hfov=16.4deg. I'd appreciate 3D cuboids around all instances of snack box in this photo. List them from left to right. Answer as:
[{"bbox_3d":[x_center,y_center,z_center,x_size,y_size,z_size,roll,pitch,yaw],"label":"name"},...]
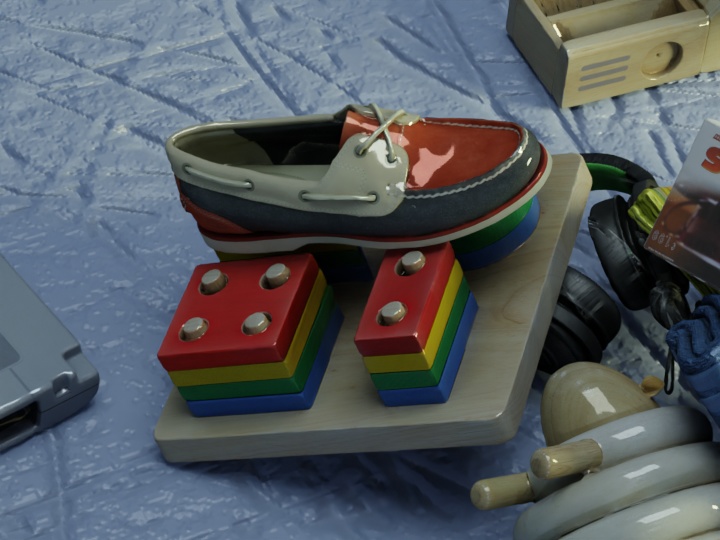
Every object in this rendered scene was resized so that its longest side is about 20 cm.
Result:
[{"bbox_3d":[0.234,0.003,1.189,0.200,0.072,0.024,31,12,28],"label":"snack box"}]

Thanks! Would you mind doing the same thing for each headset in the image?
[{"bbox_3d":[0.124,-0.002,1.336,0.123,0.094,0.200,-39,41,-5],"label":"headset"}]

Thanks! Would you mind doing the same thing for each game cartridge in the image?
[{"bbox_3d":[-0.254,0.060,1.307,0.200,0.041,0.133,-26,57,-27],"label":"game cartridge"}]

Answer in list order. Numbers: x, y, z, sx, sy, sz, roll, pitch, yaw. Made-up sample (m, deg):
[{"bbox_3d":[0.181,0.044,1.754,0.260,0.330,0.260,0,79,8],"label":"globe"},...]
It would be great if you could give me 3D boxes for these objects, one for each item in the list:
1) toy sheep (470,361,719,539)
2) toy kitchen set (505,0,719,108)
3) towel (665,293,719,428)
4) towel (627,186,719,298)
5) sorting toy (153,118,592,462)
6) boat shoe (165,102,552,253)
[{"bbox_3d":[0.136,0.138,1.202,0.137,0.138,0.201,-14,77,-17],"label":"toy sheep"},{"bbox_3d":[0.210,-0.186,1.467,0.180,0.201,0.163,-15,49,-19],"label":"toy kitchen set"},{"bbox_3d":[0.221,0.104,1.195,0.048,0.200,0.112,-34,8,7],"label":"towel"},{"bbox_3d":[0.205,-0.008,1.336,0.086,0.018,0.200,53,21,14],"label":"towel"},{"bbox_3d":[0.000,0.000,1.308,0.199,0.070,0.199,-6,41,26],"label":"sorting toy"},{"bbox_3d":[-0.003,-0.053,1.265,0.199,0.063,0.071,-5,39,24],"label":"boat shoe"}]
